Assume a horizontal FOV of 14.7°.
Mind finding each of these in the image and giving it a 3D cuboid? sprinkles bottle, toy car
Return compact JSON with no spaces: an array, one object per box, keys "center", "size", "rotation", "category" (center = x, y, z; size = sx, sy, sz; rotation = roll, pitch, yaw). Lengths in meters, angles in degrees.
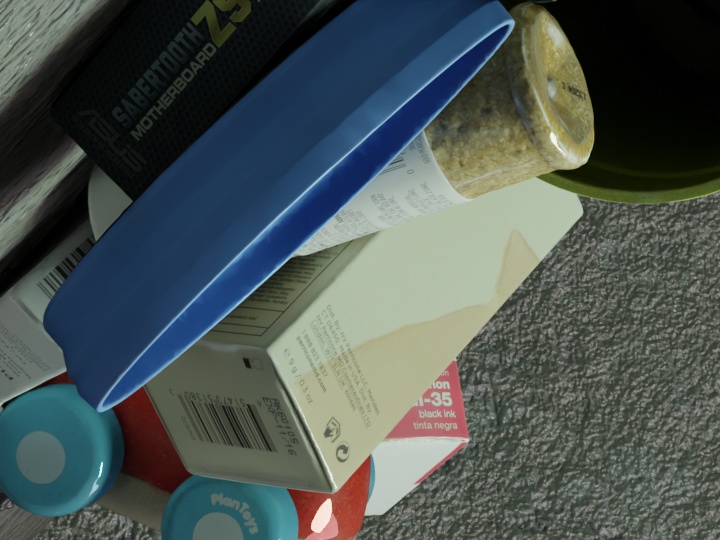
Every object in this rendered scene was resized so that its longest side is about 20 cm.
[{"center":[-0.009,-0.044,1.105],"size":[0.199,0.069,0.068],"rotation":[-18,-170,23],"category":"sprinkles bottle"},{"center":[-0.057,0.030,1.347],"size":[0.201,0.176,0.184],"rotation":[-69,168,10],"category":"toy car"}]

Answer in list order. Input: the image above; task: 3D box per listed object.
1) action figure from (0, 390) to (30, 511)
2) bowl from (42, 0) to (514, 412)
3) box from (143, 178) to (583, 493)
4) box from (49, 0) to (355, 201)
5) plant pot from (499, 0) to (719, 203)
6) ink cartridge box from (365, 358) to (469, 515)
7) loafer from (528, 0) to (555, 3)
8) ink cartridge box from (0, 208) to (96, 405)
[{"center":[-0.206,0.109,1.401],"size":[0.130,0.069,0.200],"rotation":[-53,180,19],"category":"action figure"},{"center":[-0.031,-0.032,0.969],"size":[0.201,0.039,0.201],"rotation":[-43,178,-2],"category":"bowl"},{"center":[0.000,0.000,1.196],"size":[0.095,0.078,0.200],"rotation":[4,-141,44],"category":"box"},{"center":[-0.007,-0.117,0.979],"size":[0.158,0.051,0.200],"rotation":[-45,179,31],"category":"box"},{"center":[0.144,-0.136,1.192],"size":[0.200,0.200,0.193],"rotation":[-46,169,19],"category":"plant pot"},{"center":[-0.014,0.022,1.543],"size":[0.082,0.201,0.147],"rotation":[0,159,-20],"category":"ink cartridge box"},{"center":[0.091,-0.175,0.898],"size":[0.072,0.073,0.201],"rotation":[-41,148,-54],"category":"loafer"},{"center":[-0.116,-0.009,1.267],"size":[0.163,0.057,0.200],"rotation":[-45,-168,-24],"category":"ink cartridge box"}]
